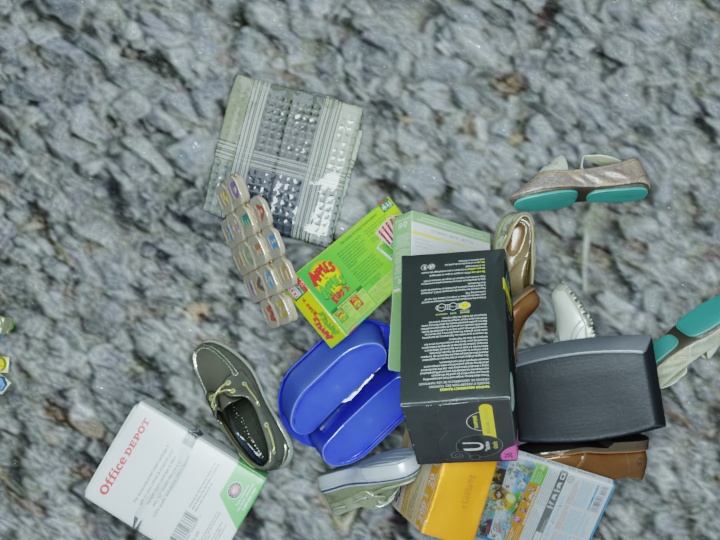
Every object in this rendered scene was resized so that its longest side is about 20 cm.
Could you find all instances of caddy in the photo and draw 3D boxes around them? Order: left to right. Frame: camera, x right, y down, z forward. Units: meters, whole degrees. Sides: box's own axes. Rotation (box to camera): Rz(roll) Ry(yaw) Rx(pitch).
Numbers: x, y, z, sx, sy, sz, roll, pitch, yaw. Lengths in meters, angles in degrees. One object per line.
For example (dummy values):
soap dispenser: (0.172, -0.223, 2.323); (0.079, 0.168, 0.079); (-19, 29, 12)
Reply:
caddy: (-0.018, 0.158, 1.510); (0.200, 0.105, 0.142); (-42, 109, 3)

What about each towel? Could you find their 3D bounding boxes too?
towel: (-0.104, -0.152, 1.558); (0.189, 0.035, 0.204); (15, 90, 2)

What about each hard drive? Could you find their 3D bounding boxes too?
hard drive: (0.290, 0.160, 1.489); (0.197, 0.042, 0.137); (-9, 96, 20)

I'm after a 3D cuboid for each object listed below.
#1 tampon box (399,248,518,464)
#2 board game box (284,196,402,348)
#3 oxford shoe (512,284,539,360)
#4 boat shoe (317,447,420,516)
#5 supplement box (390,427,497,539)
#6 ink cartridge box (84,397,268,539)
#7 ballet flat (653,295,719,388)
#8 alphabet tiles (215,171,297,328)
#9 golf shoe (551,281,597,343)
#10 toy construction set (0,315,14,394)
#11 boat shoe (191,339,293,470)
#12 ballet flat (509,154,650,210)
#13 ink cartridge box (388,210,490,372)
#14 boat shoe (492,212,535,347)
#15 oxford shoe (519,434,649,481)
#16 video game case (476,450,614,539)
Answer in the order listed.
tampon box: (0.118, 0.102, 1.329); (0.124, 0.151, 0.203); (-4, 55, 10)
board game box: (0.000, 0.000, 1.492); (0.102, 0.048, 0.200); (49, 53, 0)
oxford shoe: (0.179, 0.112, 1.471); (0.071, 0.071, 0.201); (34, 89, 17)
boat shoe: (0.018, 0.276, 1.475); (0.071, 0.199, 0.063); (-21, 87, -36)
supplement box: (0.100, 0.263, 1.458); (0.072, 0.200, 0.128); (18, 86, -11)
ink cartridge box: (-0.241, 0.282, 1.507); (0.198, 0.084, 0.147); (32, 87, 0)
ballet flat: (0.444, 0.106, 1.556); (0.198, 0.068, 0.063); (-33, 117, 1)
alphabet tiles: (-0.137, -0.023, 1.468); (0.014, 0.195, 0.203); (-22, 91, -23)
golf shoe: (0.279, 0.120, 1.537); (0.096, 0.078, 0.203); (-17, 87, 4)
toy construction set: (-0.548, 0.078, 1.508); (0.197, 0.092, 0.134); (15, 88, -12)
boat shoe: (-0.164, 0.177, 1.511); (0.072, 0.060, 0.203); (-39, 77, 13)
ballet flat: (0.296, -0.123, 1.556); (0.196, 0.068, 0.068); (-4, 69, -7)
ink cartridge box: (0.105, 0.037, 1.492); (0.144, 0.048, 0.204); (14, 70, -36)
boat shoe: (0.199, 0.021, 1.541); (0.072, 0.063, 0.204); (6, 88, -2)
oxford shoe: (0.292, 0.263, 1.534); (0.196, 0.071, 0.073); (-1, 97, -1)
video game case: (0.222, 0.311, 1.522); (0.197, 0.018, 0.145); (17, 117, -1)
